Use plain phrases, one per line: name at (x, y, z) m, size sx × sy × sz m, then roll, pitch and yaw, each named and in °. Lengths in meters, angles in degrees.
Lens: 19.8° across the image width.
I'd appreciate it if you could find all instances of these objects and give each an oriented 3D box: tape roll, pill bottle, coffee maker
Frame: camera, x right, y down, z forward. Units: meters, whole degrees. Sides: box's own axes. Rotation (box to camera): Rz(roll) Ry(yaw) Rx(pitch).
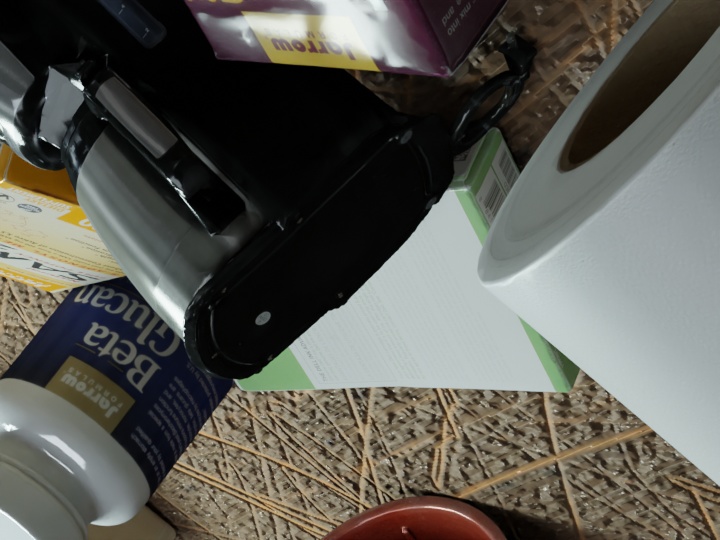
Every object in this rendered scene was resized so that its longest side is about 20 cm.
tape roll at (0.152, -0.030, 0.682) m, size 0.139 × 0.203 × 0.203 m, roll 39°, pitch 153°, yaw -6°
pill bottle at (-0.149, 0.076, 1.198) m, size 0.111 × 0.200 × 0.111 m, roll 27°, pitch 152°, yaw 16°
coffee maker at (-0.063, -0.082, 0.920) m, size 0.200 × 0.192 × 0.135 m, roll 45°, pitch 150°, yaw 20°

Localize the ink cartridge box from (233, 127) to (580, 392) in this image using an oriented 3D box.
ink cartridge box at (0.000, 0.000, 1.029) m, size 0.199 × 0.048 × 0.146 m, roll -1°, pitch 137°, yaw 32°

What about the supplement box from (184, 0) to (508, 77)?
supplement box at (-0.029, -0.181, 0.764) m, size 0.130 × 0.103 × 0.200 m, roll 8°, pitch 142°, yaw 41°

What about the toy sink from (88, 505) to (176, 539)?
toy sink at (-0.265, 0.186, 1.603) m, size 0.200 × 0.112 × 0.130 m, roll 41°, pitch 153°, yaw -20°

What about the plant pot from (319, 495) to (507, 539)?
plant pot at (0.060, 0.279, 1.303) m, size 0.200 × 0.202 × 0.195 m, roll 7°, pitch 149°, yaw 43°

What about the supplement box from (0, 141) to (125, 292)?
supplement box at (-0.171, -0.047, 1.118) m, size 0.125 × 0.074 × 0.200 m, roll 20°, pitch 164°, yaw -29°
